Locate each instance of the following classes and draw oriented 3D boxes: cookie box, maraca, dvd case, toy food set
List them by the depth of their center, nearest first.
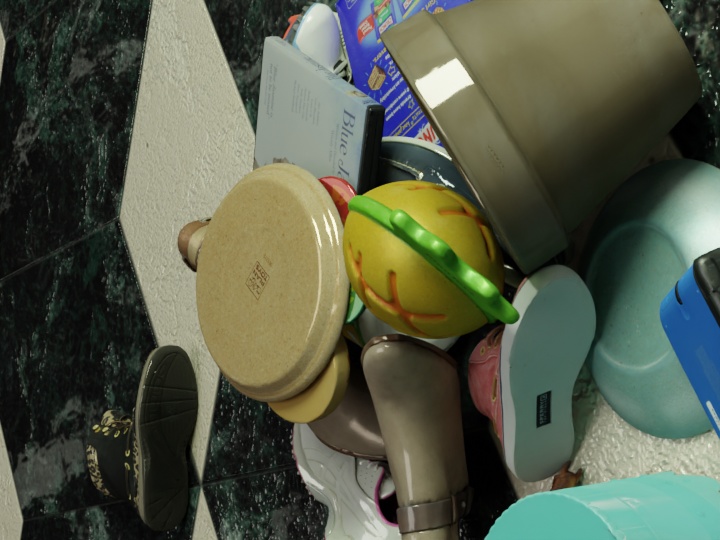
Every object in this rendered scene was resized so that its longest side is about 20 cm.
[{"bbox_3d":[0.050,-0.006,1.135,0.107,0.137,0.200,-54,11,-4],"label":"maraca"},{"bbox_3d":[-0.065,0.009,1.288,0.200,0.048,0.199,33,111,46],"label":"toy food set"},{"bbox_3d":[0.068,-0.178,1.325,0.171,0.075,0.201,-39,56,48],"label":"cookie box"},{"bbox_3d":[-0.040,-0.099,1.326,0.200,0.017,0.144,40,129,53],"label":"dvd case"}]

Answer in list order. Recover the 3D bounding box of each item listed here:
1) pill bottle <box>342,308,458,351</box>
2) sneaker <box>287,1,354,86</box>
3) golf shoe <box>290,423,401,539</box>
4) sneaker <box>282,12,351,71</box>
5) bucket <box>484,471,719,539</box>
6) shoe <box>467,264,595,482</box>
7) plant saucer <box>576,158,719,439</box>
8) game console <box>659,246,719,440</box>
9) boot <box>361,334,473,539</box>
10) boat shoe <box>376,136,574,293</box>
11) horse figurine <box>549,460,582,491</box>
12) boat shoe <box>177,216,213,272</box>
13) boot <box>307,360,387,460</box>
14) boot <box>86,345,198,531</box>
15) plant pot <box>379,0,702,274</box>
[{"bbox_3d":[0.000,0.000,1.379,0.200,0.111,0.112,29,112,53],"label":"pill bottle"},{"bbox_3d":[-0.022,-0.149,1.424,0.072,0.072,0.201,15,132,27],"label":"sneaker"},{"bbox_3d":[0.002,0.192,1.414,0.091,0.075,0.201,-41,52,22],"label":"golf shoe"},{"bbox_3d":[-0.062,-0.152,1.522,0.084,0.075,0.201,24,98,52],"label":"sneaker"},{"bbox_3d":[0.179,0.237,1.076,0.207,0.134,0.209,-6,83,56],"label":"bucket"},{"bbox_3d":[0.121,0.060,1.194,0.091,0.071,0.201,-123,24,-46],"label":"shoe"},{"bbox_3d":[0.209,0.019,1.134,0.201,0.039,0.202,-5,84,55],"label":"plant saucer"},{"bbox_3d":[0.294,0.067,0.988,0.171,0.118,0.201,100,146,-72],"label":"game console"},{"bbox_3d":[0.047,0.149,1.248,0.070,0.200,0.147,-6,67,18],"label":"boot"},{"bbox_3d":[0.070,-0.040,1.251,0.199,0.062,0.075,32,141,19],"label":"boat shoe"},{"bbox_3d":[0.090,0.234,1.184,0.050,0.199,0.133,45,134,21],"label":"horse figurine"},{"bbox_3d":[-0.114,-0.012,1.496,0.072,0.200,0.076,28,85,17],"label":"boat shoe"},{"bbox_3d":[-0.041,0.080,1.386,0.199,0.070,0.147,20,147,38],"label":"boot"},{"bbox_3d":[-0.246,0.177,1.769,0.150,0.073,0.201,8,100,56],"label":"boot"},{"bbox_3d":[0.135,-0.126,1.112,0.173,0.200,0.200,-32,52,5],"label":"plant pot"}]
